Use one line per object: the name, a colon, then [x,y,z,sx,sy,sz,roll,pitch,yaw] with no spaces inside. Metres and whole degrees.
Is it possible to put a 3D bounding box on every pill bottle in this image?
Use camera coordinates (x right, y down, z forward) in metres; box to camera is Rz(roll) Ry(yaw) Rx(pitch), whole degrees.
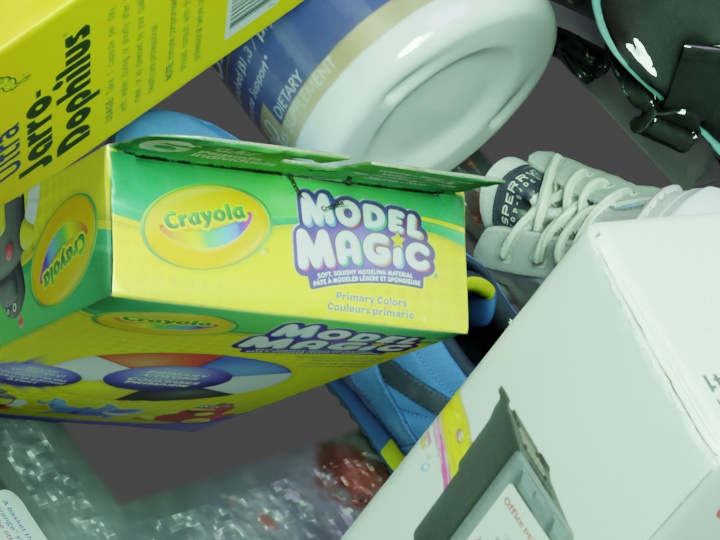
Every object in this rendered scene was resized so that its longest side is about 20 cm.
pill bottle: [-0.028,-0.129,1.101,0.111,0.111,0.200,-17,60,-43]

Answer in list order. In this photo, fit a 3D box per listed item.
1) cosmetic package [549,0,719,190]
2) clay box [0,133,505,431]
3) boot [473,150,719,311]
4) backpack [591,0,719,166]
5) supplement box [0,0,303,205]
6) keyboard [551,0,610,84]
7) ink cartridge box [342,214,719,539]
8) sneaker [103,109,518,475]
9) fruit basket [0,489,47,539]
cosmetic package: [0.099,-0.122,1.219,0.200,0.051,0.082,49,30,18]
clay box: [-0.054,0.007,0.882,0.114,0.200,0.048,6,76,-29]
boot: [0.077,-0.002,1.014,0.095,0.200,0.074,37,80,12]
backpack: [0.167,-0.121,1.036,0.176,0.153,0.200,38,30,-32]
supplement box: [-0.113,-0.104,0.960,0.200,0.110,0.109,-37,73,-20]
keyboard: [0.047,-0.123,1.132,0.127,0.021,0.200,57,-10,-28]
ink cartridge box: [0.088,0.074,0.895,0.147,0.200,0.086,-6,54,-38]
sneaker: [0.000,0.000,1.019,0.200,0.079,0.066,42,42,11]
fruit basket: [-0.114,0.149,0.804,0.185,0.094,0.200,51,27,19]
